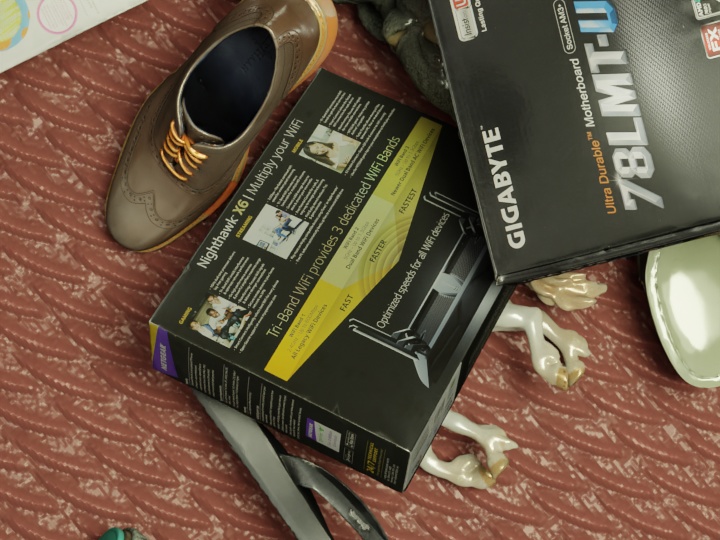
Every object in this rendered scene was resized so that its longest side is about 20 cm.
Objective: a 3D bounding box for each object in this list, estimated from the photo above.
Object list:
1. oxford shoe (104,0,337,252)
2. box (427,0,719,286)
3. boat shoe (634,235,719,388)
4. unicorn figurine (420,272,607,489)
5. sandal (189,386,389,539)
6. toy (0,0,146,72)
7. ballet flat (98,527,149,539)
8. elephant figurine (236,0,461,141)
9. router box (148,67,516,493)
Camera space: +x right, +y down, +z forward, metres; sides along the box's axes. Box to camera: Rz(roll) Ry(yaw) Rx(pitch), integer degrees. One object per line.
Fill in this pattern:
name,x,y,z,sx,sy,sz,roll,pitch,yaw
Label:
oxford shoe,-0.093,-0.079,0.950,0.071,0.073,0.200,39,121,1
box,0.143,-0.111,0.889,0.197,0.050,0.202,-13,85,10
boat shoe,0.193,-0.031,1.023,0.071,0.061,0.203,-4,83,-6
unicorn figurine,0.041,0.058,0.999,0.137,0.074,0.200,39,67,9
sandal,-0.026,0.127,0.973,0.043,0.076,0.201,-36,88,-5
toy,-0.228,-0.165,1.002,0.199,0.047,0.116,-27,90,-5
ballet flat,-0.169,0.237,0.953,0.072,0.072,0.201,39,82,0
elephant figurine,0.031,-0.172,0.993,0.199,0.142,0.156,25,102,0
router box,0.000,0.000,0.953,0.156,0.052,0.201,26,59,11
